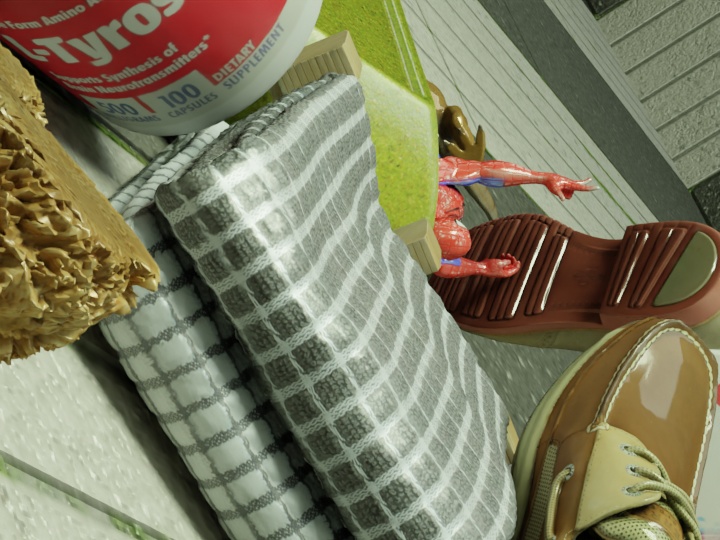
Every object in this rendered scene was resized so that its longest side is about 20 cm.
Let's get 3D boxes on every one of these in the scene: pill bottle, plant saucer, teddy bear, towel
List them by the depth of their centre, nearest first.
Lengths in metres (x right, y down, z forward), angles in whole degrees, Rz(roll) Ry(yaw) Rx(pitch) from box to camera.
[{"bbox_3d":[-0.135,-0.055,0.476,0.200,0.067,0.145,51,5,-3],"label":"teddy bear"},{"bbox_3d":[-0.102,-0.133,0.626,0.200,0.112,0.113,38,24,-55],"label":"pill bottle"},{"bbox_3d":[-0.012,0.022,0.671,0.166,0.085,0.200,57,14,-8],"label":"towel"},{"bbox_3d":[-0.043,-0.126,0.846,0.199,0.048,0.200,32,26,-30],"label":"plant saucer"}]

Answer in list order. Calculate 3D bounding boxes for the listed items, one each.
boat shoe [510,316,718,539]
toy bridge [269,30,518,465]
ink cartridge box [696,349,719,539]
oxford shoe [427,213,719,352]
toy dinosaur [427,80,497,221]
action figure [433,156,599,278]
[{"bbox_3d":[0.090,0.102,0.679,0.076,0.074,0.201,40,57,-18],"label":"boat shoe"},{"bbox_3d":[0.000,0.000,0.785,0.027,0.067,0.201,-80,148,-69],"label":"toy bridge"},{"bbox_3d":[0.211,0.143,0.863,0.146,0.145,0.202,33,61,-78],"label":"ink cartridge box"},{"bbox_3d":[0.111,0.020,0.956,0.199,0.071,0.075,6,-29,46],"label":"oxford shoe"},{"bbox_3d":[0.051,-0.081,1.168,0.201,0.060,0.106,54,13,-20],"label":"toy dinosaur"},{"bbox_3d":[0.053,-0.037,0.947,0.098,0.066,0.200,12,17,-6],"label":"action figure"}]
